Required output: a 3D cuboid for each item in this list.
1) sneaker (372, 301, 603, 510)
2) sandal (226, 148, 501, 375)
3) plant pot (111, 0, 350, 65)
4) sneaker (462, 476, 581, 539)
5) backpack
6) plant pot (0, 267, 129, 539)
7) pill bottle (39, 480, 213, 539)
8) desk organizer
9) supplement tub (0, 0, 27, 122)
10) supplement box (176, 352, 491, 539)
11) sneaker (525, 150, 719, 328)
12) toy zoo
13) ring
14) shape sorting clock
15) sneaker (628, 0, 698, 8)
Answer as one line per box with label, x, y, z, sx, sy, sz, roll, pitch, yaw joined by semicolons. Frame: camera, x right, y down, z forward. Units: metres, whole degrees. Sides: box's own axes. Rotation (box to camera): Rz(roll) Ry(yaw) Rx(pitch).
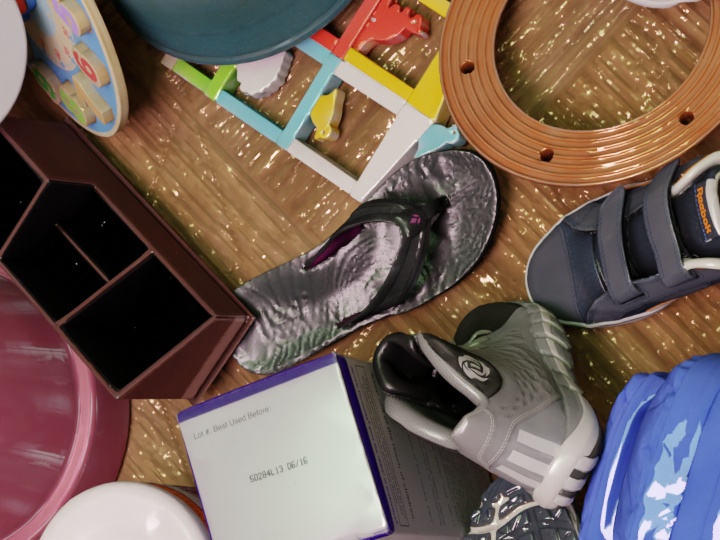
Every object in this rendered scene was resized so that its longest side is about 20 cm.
sneaker;0.056;0.051;1.333;0.115;0.200;0.075;23;104;-19
sandal;0.000;0.001;1.441;0.200;0.048;0.075;-36;85;18
plant pot;-0.104;-0.247;1.426;0.199;0.188;0.201;-6;72;20
sneaker;0.116;0.206;1.353;0.077;0.086;0.201;-17;85;27
backpack;0.200;0.128;1.268;0.167;0.200;0.163;11;88;23
plant pot;-0.266;0.081;1.476;0.199;0.179;0.201;-4;80;22
pill bottle;-0.093;0.180;1.379;0.114;0.200;0.115;-3;82;22
desk organizer;-0.164;-0.009;1.483;0.200;0.077;0.072;45;112;27
supplement tub;-0.303;-0.132;1.502;0.200;0.131;0.133;4;83;59
supplement box;-0.005;0.117;1.353;0.101;0.200;0.104;-22;76;19
sneaker;0.177;-0.022;1.365;0.199;0.079;0.079;-18;77;21
toy zoo;-0.014;-0.130;1.487;0.200;0.020;0.132;34;96;23
ring;0.140;-0.136;1.402;0.200;0.019;0.201;-10;63;20
shape sorting clock;-0.203;-0.169;1.485;0.039;0.200;0.200;-29;70;-16
sneaker;0.135;-0.207;1.367;0.199;0.099;0.078;7;65;27
